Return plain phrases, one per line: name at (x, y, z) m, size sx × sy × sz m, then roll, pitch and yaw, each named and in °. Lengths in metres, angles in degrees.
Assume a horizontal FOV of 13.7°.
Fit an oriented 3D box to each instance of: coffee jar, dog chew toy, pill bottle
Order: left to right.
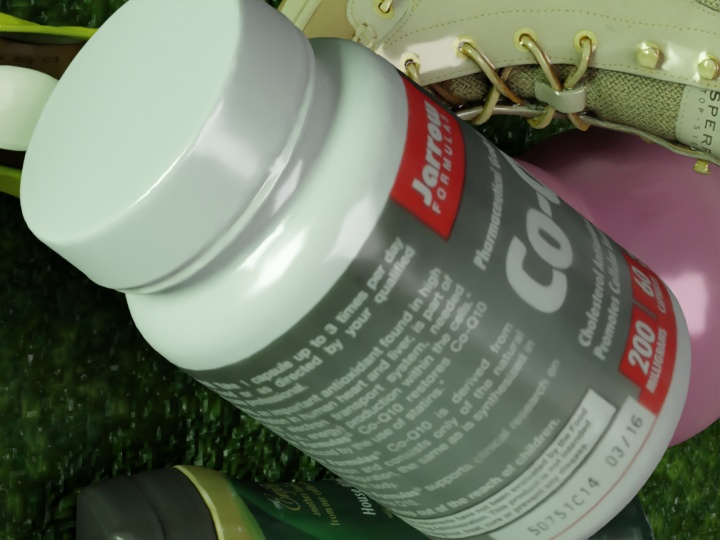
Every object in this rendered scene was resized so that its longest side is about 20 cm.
coffee jar at (-0.003, 0.118, 1.035) m, size 0.199 × 0.085 × 0.105 m, roll -1°, pitch 106°, yaw -21°
pill bottle at (0.000, 0.000, 0.931) m, size 0.200 × 0.114 × 0.114 m, roll 36°, pitch 73°, yaw -32°
dog chew toy at (0.054, 0.010, 1.089) m, size 0.199 × 0.124 × 0.126 m, roll -4°, pitch 101°, yaw -35°

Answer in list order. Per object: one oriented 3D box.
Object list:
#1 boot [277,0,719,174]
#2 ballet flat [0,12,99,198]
boot at (0.055, -0.065, 1.031) m, size 0.200 × 0.155 × 0.073 m, roll -57°, pitch 162°, yaw -33°
ballet flat at (-0.091, -0.049, 0.972) m, size 0.199 × 0.067 × 0.067 m, roll 7°, pitch 92°, yaw -44°
